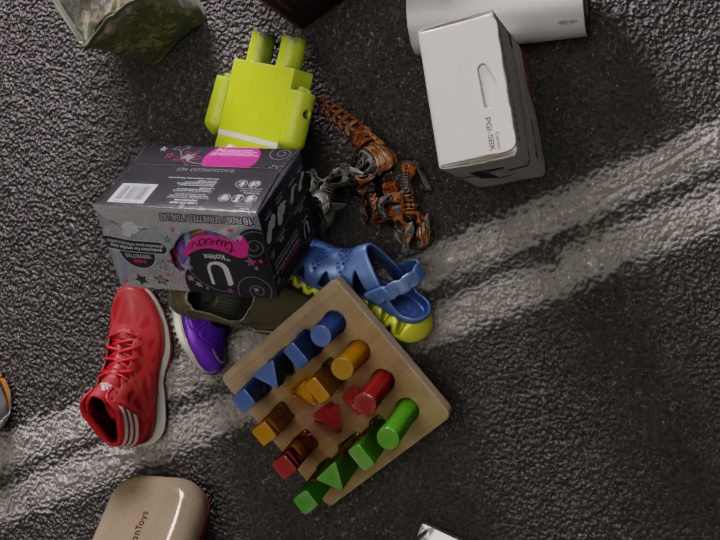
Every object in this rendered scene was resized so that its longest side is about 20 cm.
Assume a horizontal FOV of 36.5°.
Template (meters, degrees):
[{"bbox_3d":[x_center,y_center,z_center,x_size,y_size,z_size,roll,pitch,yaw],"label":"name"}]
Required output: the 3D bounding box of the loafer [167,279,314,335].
[{"bbox_3d":[-0.122,0.041,1.259,0.198,0.070,0.076,4,94,-14],"label":"loafer"}]

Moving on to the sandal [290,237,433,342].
[{"bbox_3d":[0.000,0.000,1.242,0.199,0.080,0.088,23,131,9],"label":"sandal"}]

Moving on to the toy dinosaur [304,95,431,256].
[{"bbox_3d":[0.003,-0.104,1.263,0.135,0.102,0.201,-29,64,-7],"label":"toy dinosaur"}]

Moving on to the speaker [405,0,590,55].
[{"bbox_3d":[0.152,-0.289,1.216,0.198,0.081,0.082,-3,87,17],"label":"speaker"}]

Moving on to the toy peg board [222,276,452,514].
[{"bbox_3d":[-0.041,0.151,1.210,0.200,0.098,0.199,-40,91,24],"label":"toy peg board"}]

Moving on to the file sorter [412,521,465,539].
[{"bbox_3d":[0.083,0.406,1.191,0.138,0.124,0.202,22,94,16],"label":"file sorter"}]

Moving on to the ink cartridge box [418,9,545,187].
[{"bbox_3d":[0.132,-0.173,1.154,0.082,0.200,0.148,-10,85,17],"label":"ink cartridge box"}]

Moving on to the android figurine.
[{"bbox_3d":[-0.120,-0.180,1.285,0.181,0.041,0.202,22,98,46],"label":"android figurine"}]

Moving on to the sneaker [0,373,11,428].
[{"bbox_3d":[-0.535,0.137,1.413,0.200,0.077,0.078,39,98,13],"label":"sneaker"}]

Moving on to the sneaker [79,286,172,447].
[{"bbox_3d":[-0.284,0.115,1.316,0.078,0.115,0.202,-10,86,16],"label":"sneaker"}]

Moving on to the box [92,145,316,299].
[{"bbox_3d":[-0.167,-0.054,1.199,0.198,0.133,0.115,3,128,21],"label":"box"}]

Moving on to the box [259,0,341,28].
[{"bbox_3d":[-0.054,-0.412,1.237,0.199,0.164,0.167,-31,79,13],"label":"box"}]

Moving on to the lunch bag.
[{"bbox_3d":[-0.302,-0.364,1.312,0.117,0.164,0.201,-37,79,18],"label":"lunch bag"}]

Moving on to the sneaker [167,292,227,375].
[{"bbox_3d":[-0.175,0.021,1.310,0.099,0.070,0.202,-14,85,14],"label":"sneaker"}]

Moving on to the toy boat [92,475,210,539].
[{"bbox_3d":[-0.248,0.352,1.298,0.129,0.131,0.201,2,46,17],"label":"toy boat"}]
